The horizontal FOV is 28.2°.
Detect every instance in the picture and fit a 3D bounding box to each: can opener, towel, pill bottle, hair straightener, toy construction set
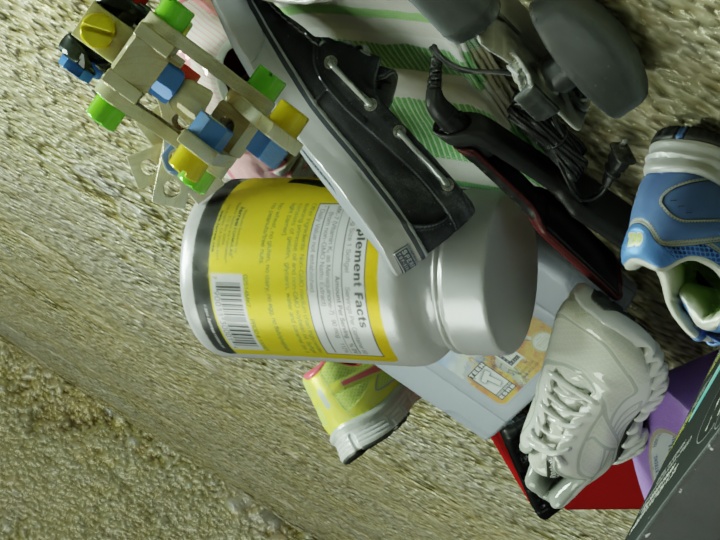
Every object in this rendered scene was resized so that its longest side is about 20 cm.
[{"bbox_3d":[0.054,-0.139,0.661,0.199,0.053,0.066,37,128,-28],"label":"can opener"},{"bbox_3d":[0.028,-0.111,0.823,0.152,0.024,0.200,15,155,48],"label":"towel"},{"bbox_3d":[0.000,0.000,0.870,0.197,0.116,0.115,1,150,26],"label":"pill bottle"},{"bbox_3d":[0.110,-0.061,0.777,0.077,0.041,0.200,-30,123,32],"label":"hair straightener"},{"bbox_3d":[-0.100,-0.095,0.781,0.130,0.093,0.200,35,171,-9],"label":"toy construction set"}]

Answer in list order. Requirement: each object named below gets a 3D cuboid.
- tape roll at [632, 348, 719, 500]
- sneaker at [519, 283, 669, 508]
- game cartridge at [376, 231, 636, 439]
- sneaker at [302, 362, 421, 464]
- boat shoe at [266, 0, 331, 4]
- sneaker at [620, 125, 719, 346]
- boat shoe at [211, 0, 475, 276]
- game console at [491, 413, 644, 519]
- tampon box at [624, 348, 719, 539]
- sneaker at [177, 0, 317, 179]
[{"bbox_3d":[0.243,0.153,0.901,0.200,0.065,0.202,158,91,-82],"label":"tape roll"},{"bbox_3d":[0.137,0.084,0.878,0.075,0.081,0.201,40,159,28],"label":"sneaker"},{"bbox_3d":[0.080,0.030,0.965,0.132,0.042,0.200,31,140,-5],"label":"game cartridge"},{"bbox_3d":[0.012,0.077,1.179,0.091,0.078,0.200,51,-157,-1],"label":"sneaker"},{"bbox_3d":[-0.095,-0.176,0.759,0.198,0.069,0.071,23,137,28],"label":"boat shoe"},{"bbox_3d":[0.203,0.013,0.750,0.200,0.078,0.075,40,160,-24],"label":"sneaker"},{"bbox_3d":[-0.011,-0.094,0.797,0.201,0.067,0.072,54,177,18],"label":"boat shoe"},{"bbox_3d":[0.172,0.126,1.213,0.173,0.118,0.201,60,178,32],"label":"game console"},{"bbox_3d":[0.210,0.054,0.578,0.125,0.201,0.151,29,144,10],"label":"tampon box"},{"bbox_3d":[-0.052,-0.088,0.919,0.104,0.075,0.201,32,165,53],"label":"sneaker"}]
